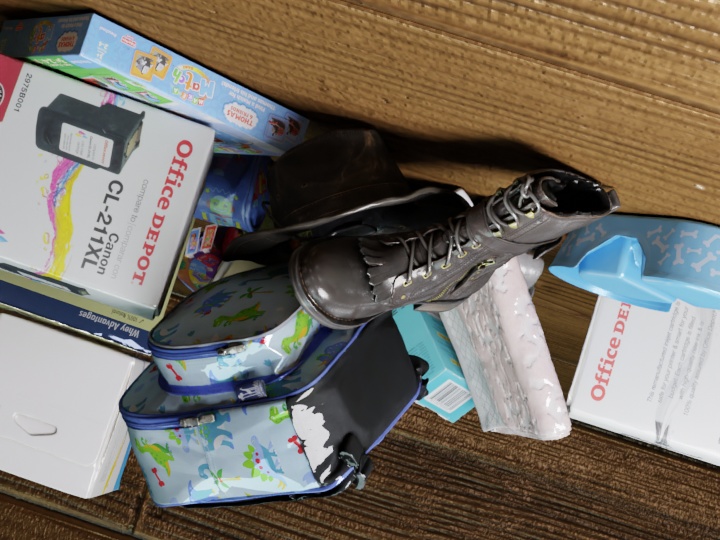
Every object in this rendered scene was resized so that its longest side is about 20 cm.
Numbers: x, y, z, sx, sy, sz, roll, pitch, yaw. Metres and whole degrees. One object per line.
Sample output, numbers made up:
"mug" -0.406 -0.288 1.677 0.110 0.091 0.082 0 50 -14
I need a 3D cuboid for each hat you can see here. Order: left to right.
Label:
"hat" -0.013 -0.061 1.243 0.198 0.082 0.201 -10 170 -2

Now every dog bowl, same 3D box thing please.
"dog bowl" 0.232 -0.004 1.250 0.111 0.050 0.199 22 171 -33

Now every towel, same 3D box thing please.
"towel" 0.113 0.048 1.428 0.032 0.202 0.191 -20 180 -15

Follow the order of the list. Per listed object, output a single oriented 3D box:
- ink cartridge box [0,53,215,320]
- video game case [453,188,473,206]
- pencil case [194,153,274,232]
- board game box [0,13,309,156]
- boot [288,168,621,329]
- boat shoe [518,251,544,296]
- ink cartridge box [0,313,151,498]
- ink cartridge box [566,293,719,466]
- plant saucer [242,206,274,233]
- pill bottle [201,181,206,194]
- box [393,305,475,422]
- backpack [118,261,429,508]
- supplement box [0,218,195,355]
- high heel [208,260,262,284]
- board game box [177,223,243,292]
"ink cartridge box" -0.222 -0.065 1.232 0.198 0.147 0.083 18 170 -5
"video game case" 0.000 0.000 1.420 0.023 0.181 0.200 52 169 -4
"pencil case" -0.170 -0.096 1.447 0.198 0.087 0.079 16 132 11
"board game box" -0.160 -0.139 1.255 0.199 0.037 0.151 22 172 -36
"boot" 0.065 -0.025 1.148 0.199 0.070 0.174 -6 162 -43
"boat shoe" 0.131 0.016 1.562 0.066 0.074 0.200 18 173 1
"ink cartridge box" -0.303 0.137 1.658 0.146 0.146 0.200 18 175 0
"ink cartridge box" 0.285 0.082 1.383 0.198 0.146 0.084 17 173 7
"plant saucer" -0.032 -0.001 1.638 0.199 0.048 0.201 28 -153 -54
"pill bottle" -0.234 -0.088 1.345 0.199 0.115 0.114 34 170 -11
"box" 0.051 0.045 1.587 0.082 0.049 0.201 32 -153 -48
"backpack" -0.079 0.082 1.229 0.198 0.148 0.183 -15 -163 28
"supplement box" -0.279 -0.045 1.614 0.198 0.202 0.134 21 173 -21
"high heel" -0.068 -0.004 1.497 0.072 0.199 0.143 53 170 3
"board game box" -0.099 -0.014 1.696 0.158 0.039 0.199 37 -148 25
